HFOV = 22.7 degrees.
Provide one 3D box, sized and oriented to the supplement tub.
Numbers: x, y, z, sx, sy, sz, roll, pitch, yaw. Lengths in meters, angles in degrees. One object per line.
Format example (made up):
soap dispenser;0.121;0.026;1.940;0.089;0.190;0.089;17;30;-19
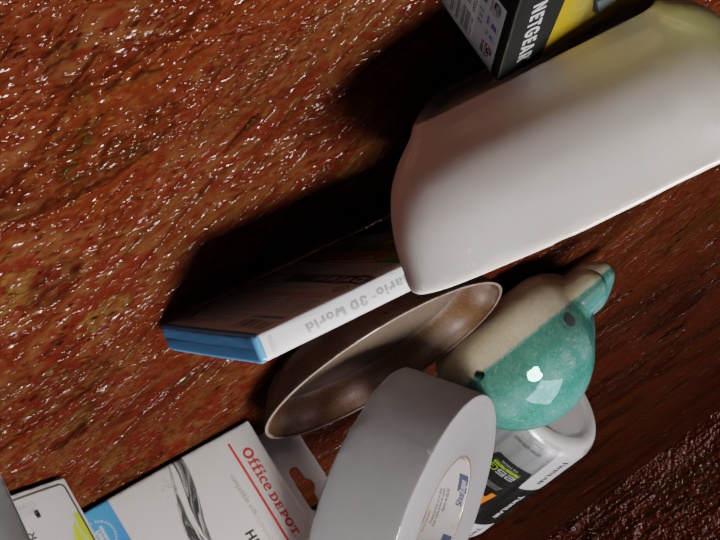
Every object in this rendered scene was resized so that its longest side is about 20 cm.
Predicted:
supplement tub;0.115;0.171;1.690;0.200;0.123;0.122;-44;161;33

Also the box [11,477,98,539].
box;-0.240;0.241;1.211;0.060;0.117;0.200;-16;157;-47

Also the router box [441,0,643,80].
router box;0.121;-0.176;0.757;0.157;0.052;0.200;-30;165;-12

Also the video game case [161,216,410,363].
video game case;0.000;0.000;1.005;0.200;0.018;0.143;-26;-169;-23

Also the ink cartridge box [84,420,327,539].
ink cartridge box;-0.106;0.194;1.330;0.200;0.116;0.068;-29;165;-17

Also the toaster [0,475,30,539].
toaster;-0.295;0.221;1.034;0.181;0.119;0.200;-18;159;-41

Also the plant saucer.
plant saucer;0.010;0.055;1.295;0.200;0.032;0.200;-31;165;-10

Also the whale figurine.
whale figurine;0.150;0.060;1.440;0.159;0.104;0.200;-41;173;36

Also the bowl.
bowl;0.101;-0.074;0.885;0.200;0.075;0.200;-26;-172;14

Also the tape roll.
tape roll;0.032;0.176;1.332;0.200;0.066;0.200;-52;152;-42
